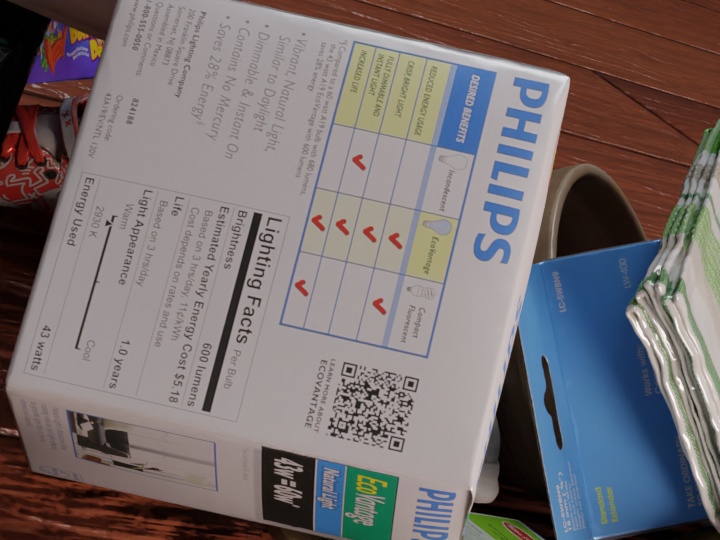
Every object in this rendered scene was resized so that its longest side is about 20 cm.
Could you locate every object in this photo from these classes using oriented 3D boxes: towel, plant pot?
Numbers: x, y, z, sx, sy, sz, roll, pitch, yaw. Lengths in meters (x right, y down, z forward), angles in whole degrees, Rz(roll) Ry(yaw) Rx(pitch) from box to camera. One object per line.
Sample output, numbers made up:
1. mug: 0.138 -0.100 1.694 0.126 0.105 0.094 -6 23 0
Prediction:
1. towel: 0.183 0.027 1.428 0.031 0.149 0.200 -11 24 22
2. plant pot: 0.101 0.049 1.533 0.093 0.201 0.201 -13 0 23

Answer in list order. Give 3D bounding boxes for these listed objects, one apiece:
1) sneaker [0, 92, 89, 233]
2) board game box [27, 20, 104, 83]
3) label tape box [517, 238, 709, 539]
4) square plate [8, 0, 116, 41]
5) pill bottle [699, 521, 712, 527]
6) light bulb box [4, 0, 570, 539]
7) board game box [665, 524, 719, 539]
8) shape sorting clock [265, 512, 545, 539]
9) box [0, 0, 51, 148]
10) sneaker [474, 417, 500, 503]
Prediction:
1. sneaker: -0.180 -0.072 1.510 0.201 0.108 0.067 17 52 -34
2. board game box: -0.239 -0.121 1.541 0.200 0.045 0.134 -2 5 22
3. label tape box: 0.149 0.060 1.440 0.063 0.144 0.200 -13 -5 22
4. square plate: -0.134 -0.136 1.383 0.198 0.028 0.200 24 7 20
5. pill bottle: 0.254 0.104 1.618 0.111 0.111 0.200 30 8 17
6. light bulb box: -0.029 0.002 1.229 0.200 0.198 0.125 13 -20 4
7. board game box: 0.234 0.145 1.387 0.200 0.034 0.135 -7 1 34
8. shape sorting clock: 0.050 0.148 1.297 0.200 0.039 0.200 17 10 -3
9. box: -0.242 -0.066 1.334 0.124 0.149 0.200 24 15 -2
10. sneaker: 0.028 0.067 1.370 0.075 0.089 0.200 9 -1 12
